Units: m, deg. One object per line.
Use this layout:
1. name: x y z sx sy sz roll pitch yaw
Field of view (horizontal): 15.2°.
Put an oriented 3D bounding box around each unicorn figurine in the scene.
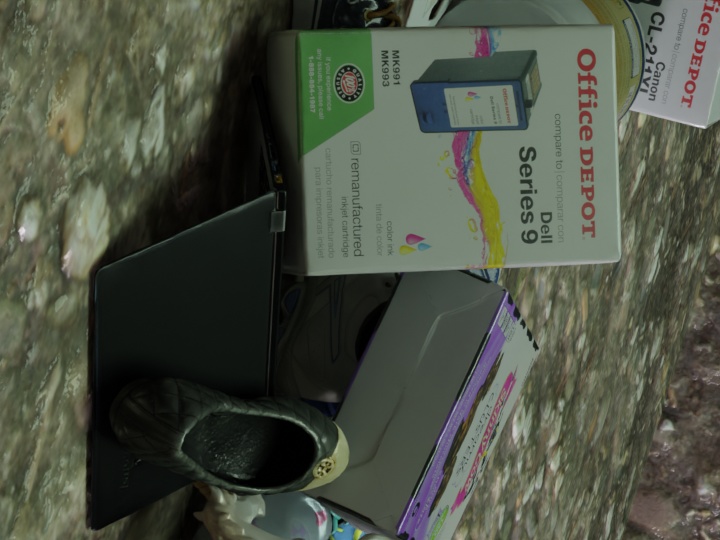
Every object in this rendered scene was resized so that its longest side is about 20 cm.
1. unicorn figurine: -0.032 0.204 1.643 0.137 0.074 0.201 -1 81 -33

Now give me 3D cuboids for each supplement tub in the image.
1. supplement tub: 0.127 -0.153 2.011 0.200 0.144 0.145 -30 133 -70

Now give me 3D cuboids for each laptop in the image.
1. laptop: -0.106 0.016 1.581 0.200 0.115 0.188 -103 -165 -53

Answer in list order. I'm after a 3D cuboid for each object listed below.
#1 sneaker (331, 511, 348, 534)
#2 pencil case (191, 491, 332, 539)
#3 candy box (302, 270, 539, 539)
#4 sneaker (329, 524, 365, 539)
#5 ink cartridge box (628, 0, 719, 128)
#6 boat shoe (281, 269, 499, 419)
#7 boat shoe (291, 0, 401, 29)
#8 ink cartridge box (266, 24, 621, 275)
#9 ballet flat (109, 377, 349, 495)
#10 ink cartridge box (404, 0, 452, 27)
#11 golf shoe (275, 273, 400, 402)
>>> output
1. sneaker: -0.018 0.146 1.879 0.078 0.091 0.201 79 30 -58
2. pencil case: -0.089 0.212 1.704 0.091 0.083 0.200 63 38 -31
3. candy box: 0.043 0.093 1.740 0.168 0.071 0.200 -65 167 -7
4. sneaker: -0.017 0.201 1.973 0.105 0.075 0.201 -18 123 -72
5. ink cartridge box: 0.204 -0.209 2.131 0.083 0.199 0.146 -28 132 -70
6. boat shoe: 0.007 0.039 1.875 0.200 0.072 0.072 -33 120 -30
7. boat shoe: 0.006 -0.144 1.673 0.071 0.091 0.201 -36 139 -67
8. ink cartridge box: 0.050 -0.073 1.609 0.087 0.199 0.146 -173 -99 -74
9. ballet flat: -0.069 0.104 1.552 0.200 0.057 0.067 16 107 -53
10. ink cartridge box: 0.054 -0.244 1.854 0.200 0.043 0.174 -57 169 -52
11. golf shoe: 0.000 0.000 1.791 0.078 0.097 0.201 68 39 -65
